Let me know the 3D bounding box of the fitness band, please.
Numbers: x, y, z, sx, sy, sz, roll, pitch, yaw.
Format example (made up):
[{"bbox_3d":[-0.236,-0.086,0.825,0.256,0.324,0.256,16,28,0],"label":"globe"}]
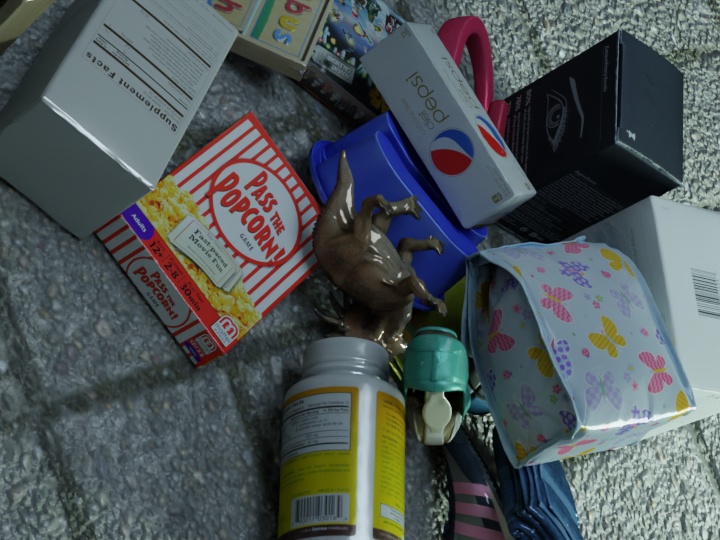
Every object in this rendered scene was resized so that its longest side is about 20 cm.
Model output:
[{"bbox_3d":[0.107,-0.170,1.656,0.144,0.037,0.201,52,42,-48],"label":"fitness band"}]

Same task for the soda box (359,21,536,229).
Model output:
[{"bbox_3d":[0.084,-0.139,1.533,0.200,0.064,0.068,58,23,10],"label":"soda box"}]

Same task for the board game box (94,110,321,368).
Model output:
[{"bbox_3d":[-0.122,-0.031,1.424,0.152,0.046,0.200,53,45,-9],"label":"board game box"}]

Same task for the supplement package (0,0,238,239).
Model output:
[{"bbox_3d":[-0.212,-0.150,1.347,0.120,0.121,0.200,40,49,-21],"label":"supplement package"}]

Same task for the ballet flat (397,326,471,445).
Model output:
[{"bbox_3d":[0.064,0.117,1.425,0.067,0.200,0.071,4,67,6],"label":"ballet flat"}]

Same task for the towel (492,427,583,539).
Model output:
[{"bbox_3d":[0.172,0.218,1.496,0.112,0.048,0.200,57,11,-17],"label":"towel"}]

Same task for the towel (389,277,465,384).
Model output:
[{"bbox_3d":[0.096,0.064,1.594,0.200,0.018,0.086,-35,96,-45],"label":"towel"}]

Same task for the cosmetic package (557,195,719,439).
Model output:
[{"bbox_3d":[0.279,0.058,1.630,0.123,0.200,0.200,10,63,-35],"label":"cosmetic package"}]

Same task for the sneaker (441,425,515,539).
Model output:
[{"bbox_3d":[0.099,0.234,1.485,0.201,0.082,0.070,67,6,33],"label":"sneaker"}]

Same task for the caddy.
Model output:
[{"bbox_3d":[0.032,-0.054,1.535,0.200,0.105,0.141,50,22,-11],"label":"caddy"}]

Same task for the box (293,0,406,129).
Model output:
[{"bbox_3d":[0.005,-0.214,1.628,0.200,0.040,0.137,36,51,-24],"label":"box"}]

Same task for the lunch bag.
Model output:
[{"bbox_3d":[0.193,0.069,1.490,0.169,0.127,0.201,-6,69,-39],"label":"lunch bag"}]

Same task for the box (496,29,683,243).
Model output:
[{"bbox_3d":[0.235,-0.134,1.680,0.104,0.200,0.149,28,54,-30],"label":"box"}]

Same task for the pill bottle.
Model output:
[{"bbox_3d":[-0.015,0.164,1.383,0.109,0.109,0.201,21,58,-33],"label":"pill bottle"}]

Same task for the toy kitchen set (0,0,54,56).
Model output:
[{"bbox_3d":[-0.377,-0.219,1.192,0.200,0.180,0.164,-26,87,-44],"label":"toy kitchen set"}]

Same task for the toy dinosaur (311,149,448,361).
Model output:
[{"bbox_3d":[0.000,0.000,1.444,0.200,0.135,0.086,59,26,-10],"label":"toy dinosaur"}]

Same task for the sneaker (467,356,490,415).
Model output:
[{"bbox_3d":[0.147,0.064,1.585,0.200,0.082,0.073,-48,123,-26],"label":"sneaker"}]

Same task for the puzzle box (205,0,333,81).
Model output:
[{"bbox_3d":[-0.087,-0.285,1.556,0.133,0.025,0.201,23,54,-6],"label":"puzzle box"}]
